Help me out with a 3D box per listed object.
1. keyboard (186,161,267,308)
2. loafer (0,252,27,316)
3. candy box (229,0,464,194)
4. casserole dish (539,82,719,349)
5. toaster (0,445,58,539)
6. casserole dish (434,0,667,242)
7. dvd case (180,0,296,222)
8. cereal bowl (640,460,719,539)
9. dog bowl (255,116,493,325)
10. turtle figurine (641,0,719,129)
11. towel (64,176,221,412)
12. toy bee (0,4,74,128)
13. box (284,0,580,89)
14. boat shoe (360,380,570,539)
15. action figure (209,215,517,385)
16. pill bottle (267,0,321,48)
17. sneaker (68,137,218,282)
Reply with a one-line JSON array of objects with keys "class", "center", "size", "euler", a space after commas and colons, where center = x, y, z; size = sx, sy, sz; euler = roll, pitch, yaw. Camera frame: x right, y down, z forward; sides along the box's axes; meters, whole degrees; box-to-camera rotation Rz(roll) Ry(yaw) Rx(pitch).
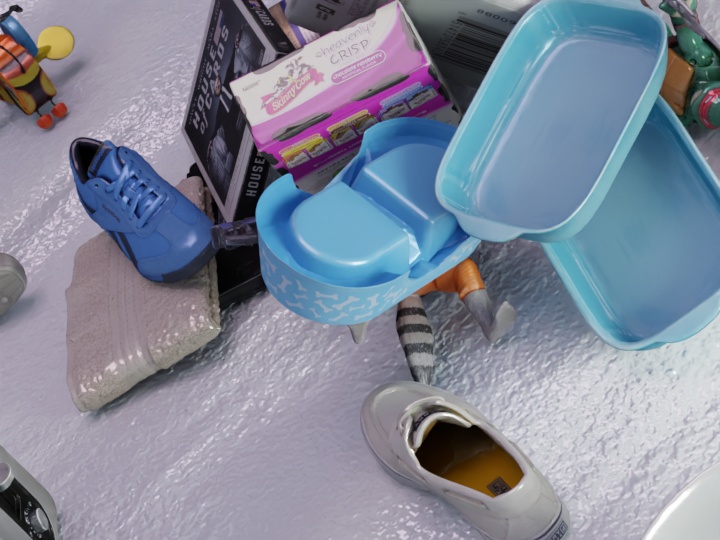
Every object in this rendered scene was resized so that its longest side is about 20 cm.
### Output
[{"class": "keyboard", "center": [-0.086, -0.049, 1.606], "size": [0.127, 0.021, 0.200], "euler": [-27, 37, 17]}, {"class": "loafer", "center": [-0.369, 0.024, 1.679], "size": [0.199, 0.070, 0.070], "euler": [-20, 46, 16]}, {"class": "candy box", "center": [0.000, -0.112, 1.471], "size": [0.136, 0.200, 0.061], "euler": [-26, 71, 6]}, {"class": "casserole dish", "center": [0.182, -0.032, 1.317], "size": [0.121, 0.039, 0.200], "euler": [-37, 56, 15]}, {"class": "toaster", "center": [-0.309, 0.220, 1.364], "size": [0.199, 0.119, 0.181], "euler": [-25, 35, 8]}, {"class": "casserole dish", "center": [0.130, -0.097, 1.313], "size": [0.121, 0.039, 0.200], "euler": [16, 70, 37]}, {"class": "dvd case", "center": [-0.099, -0.140, 1.603], "size": [0.025, 0.151, 0.200], "euler": [7, 24, -21]}, {"class": "cereal bowl", "center": [0.243, 0.181, 1.044], "size": [0.199, 0.083, 0.200], "euler": [-20, 37, 16]}, {"class": "dog bowl", "center": [0.013, -0.031, 1.340], "size": [0.111, 0.050, 0.200], "euler": [39, 49, 23]}, {"class": "turtle figurine", "center": [0.213, -0.142, 1.441], "size": [0.200, 0.100, 0.150], "euler": [49, 122, 55]}, {"class": "towel", "center": [-0.170, 0.013, 1.567], "size": [0.132, 0.034, 0.200], "euler": [-31, 35, 15]}, {"class": "toy bee", "center": [-0.328, -0.177, 1.881], "size": [0.131, 0.109, 0.200], "euler": [-35, 10, 8]}, {"class": "box", "center": [0.069, -0.255, 1.466], "size": [0.199, 0.199, 0.172], "euler": [134, 155, -77]}, {"class": "boat shoe", "center": [0.055, 0.111, 1.273], "size": [0.071, 0.070, 0.200], "euler": [-38, 37, -9]}, {"class": "action figure", "center": [0.000, 0.000, 1.422], "size": [0.199, 0.105, 0.194], "euler": [-11, 30, -8]}, {"class": "pill bottle", "center": [0.027, -0.204, 1.626], "size": [0.200, 0.116, 0.116], "euler": [-29, 36, 4]}, {"class": "sneaker", "center": [-0.176, -0.052, 1.551], "size": [0.066, 0.079, 0.200], "euler": [-42, 35, -9]}]
